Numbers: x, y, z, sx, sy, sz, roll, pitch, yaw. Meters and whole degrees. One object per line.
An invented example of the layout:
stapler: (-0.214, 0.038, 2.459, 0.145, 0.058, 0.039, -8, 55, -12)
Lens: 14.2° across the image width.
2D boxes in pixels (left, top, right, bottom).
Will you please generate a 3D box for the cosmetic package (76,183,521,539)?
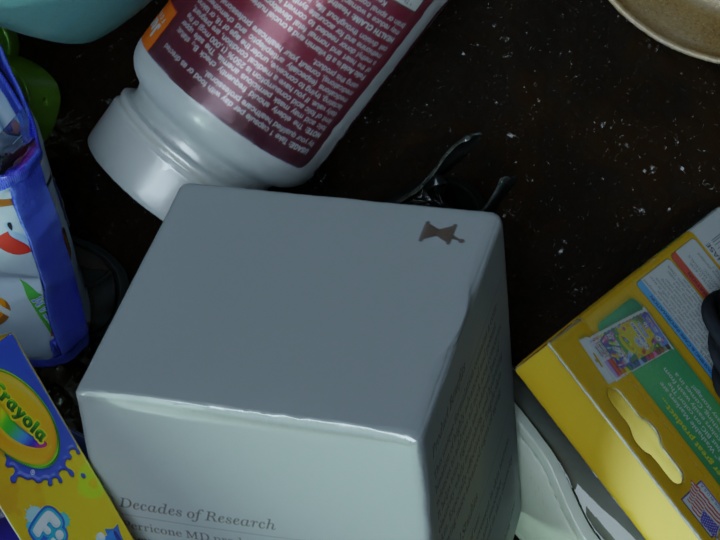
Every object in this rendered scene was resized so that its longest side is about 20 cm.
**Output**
cosmetic package: (-0.022, 0.090, 1.388, 0.166, 0.168, 0.201, 6, 129, 15)

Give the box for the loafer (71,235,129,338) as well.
loafer: (-0.225, -0.006, 1.548, 0.199, 0.063, 0.072, 11, 98, 11)

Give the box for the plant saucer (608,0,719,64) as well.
plant saucer: (0.200, -0.203, 1.450, 0.199, 0.035, 0.201, 1, 96, 12)

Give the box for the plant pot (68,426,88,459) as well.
plant pot: (-0.232, 0.147, 1.422, 0.200, 0.200, 0.180, 28, 70, -31)

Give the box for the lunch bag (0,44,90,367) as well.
lunch bag: (-0.225, -0.048, 1.449, 0.200, 0.170, 0.124, 28, 62, 24)

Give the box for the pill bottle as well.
pill bottle: (-0.043, -0.116, 1.472, 0.114, 0.114, 0.200, 40, 101, 6)

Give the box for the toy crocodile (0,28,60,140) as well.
toy crocodile: (-0.251, -0.121, 1.540, 0.199, 0.068, 0.062, 21, 100, 9)

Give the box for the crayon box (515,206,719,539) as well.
crayon box: (0.157, 0.060, 1.401, 0.052, 0.200, 0.126, -40, 86, 36)

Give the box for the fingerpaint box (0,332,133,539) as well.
fingerpaint box: (-0.180, 0.157, 1.291, 0.073, 0.167, 0.200, -13, 110, 51)

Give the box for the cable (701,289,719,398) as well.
cable: (0.253, 0.069, 1.407, 0.200, 0.163, 0.051, 48, 127, -4)

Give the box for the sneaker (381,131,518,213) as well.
sneaker: (0.002, 0.003, 1.478, 0.200, 0.104, 0.060, -40, 87, 13)

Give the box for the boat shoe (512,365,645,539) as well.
boat shoe: (0.124, 0.128, 1.487, 0.060, 0.072, 0.202, -29, 73, -26)

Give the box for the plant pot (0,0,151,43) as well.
plant pot: (-0.158, -0.212, 1.453, 0.200, 0.201, 0.161, 27, 108, 8)
